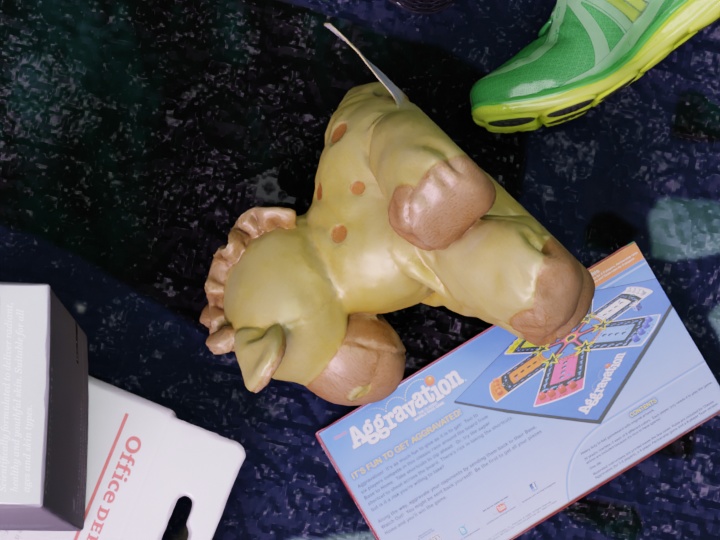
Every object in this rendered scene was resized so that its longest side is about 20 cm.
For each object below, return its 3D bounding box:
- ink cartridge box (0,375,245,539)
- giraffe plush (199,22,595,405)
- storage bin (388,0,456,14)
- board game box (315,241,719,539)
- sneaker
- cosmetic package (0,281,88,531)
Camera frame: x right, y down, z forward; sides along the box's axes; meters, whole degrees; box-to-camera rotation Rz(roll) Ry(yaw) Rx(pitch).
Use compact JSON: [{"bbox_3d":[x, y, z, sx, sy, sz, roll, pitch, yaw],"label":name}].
[{"bbox_3d":[-0.170,0.106,1.560,0.199,0.068,0.117,23,84,0],"label":"ink cartridge box"},{"bbox_3d":[0.000,0.000,1.542,0.200,0.173,0.162,44,94,8],"label":"giraffe plush"},{"bbox_3d":[0.036,-0.253,1.591,0.135,0.094,0.201,30,83,1],"label":"storage bin"},{"bbox_3d":[0.086,0.079,1.598,0.199,0.019,0.103,-30,88,-5],"label":"board game box"},{"bbox_3d":[0.131,-0.141,1.597,0.200,0.074,0.084,-36,90,-14],"label":"sneaker"},{"bbox_3d":[-0.178,0.068,1.428,0.089,0.200,0.108,1,84,-3],"label":"cosmetic package"}]
